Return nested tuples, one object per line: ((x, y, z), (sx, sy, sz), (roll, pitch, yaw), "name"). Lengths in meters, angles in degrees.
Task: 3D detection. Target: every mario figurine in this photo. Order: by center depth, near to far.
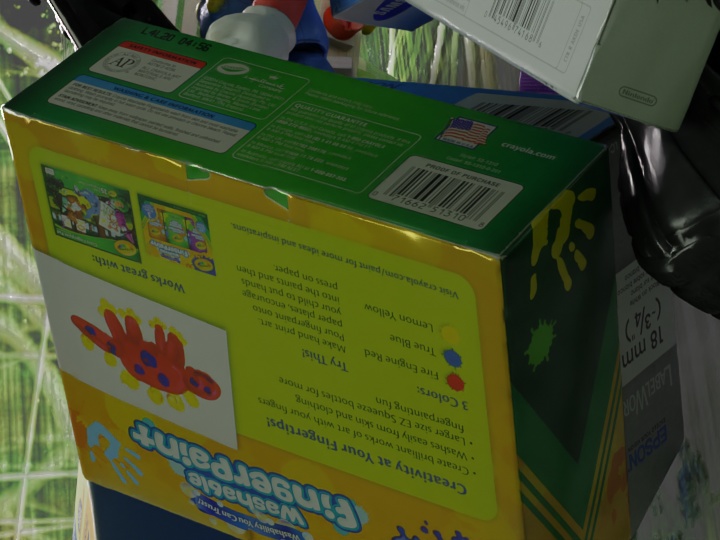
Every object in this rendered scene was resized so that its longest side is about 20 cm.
((-0.061, -0.111, 1.040), (0.123, 0.106, 0.200), (-16, 90, 45), "mario figurine")

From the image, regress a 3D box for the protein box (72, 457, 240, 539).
((-0.021, 0.178, 1.092), (0.199, 0.200, 0.135), (-108, 21, -54), "protein box")

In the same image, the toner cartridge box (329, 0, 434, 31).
((0.055, -0.167, 0.946), (0.200, 0.043, 0.095), (-22, 66, 55), "toner cartridge box")

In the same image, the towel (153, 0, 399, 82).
((-0.045, -0.063, 1.255), (0.023, 0.200, 0.153), (-10, 67, 37), "towel")

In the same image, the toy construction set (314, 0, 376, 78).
((-0.012, -0.139, 1.185), (0.131, 0.092, 0.200), (-31, 32, 52), "toy construction set")

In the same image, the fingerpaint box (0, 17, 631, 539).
((-0.012, 0.019, 0.842), (0.073, 0.200, 0.167), (-43, -42, -40), "fingerpaint box")

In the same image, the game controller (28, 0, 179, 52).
((-0.098, -0.085, 1.073), (0.200, 0.042, 0.104), (44, -157, -79), "game controller")

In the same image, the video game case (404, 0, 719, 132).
((0.075, -0.160, 0.805), (0.200, 0.045, 0.182), (41, 114, 59), "video game case")

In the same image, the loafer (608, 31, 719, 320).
((0.113, -0.067, 0.811), (0.070, 0.068, 0.201), (-44, 33, 26), "loafer")

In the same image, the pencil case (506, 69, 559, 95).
((0.063, 0.024, 0.997), (0.086, 0.084, 0.200), (-66, -13, -57), "pencil case")

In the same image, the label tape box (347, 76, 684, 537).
((0.041, 0.034, 0.917), (0.144, 0.063, 0.200), (8, 116, 35), "label tape box")
